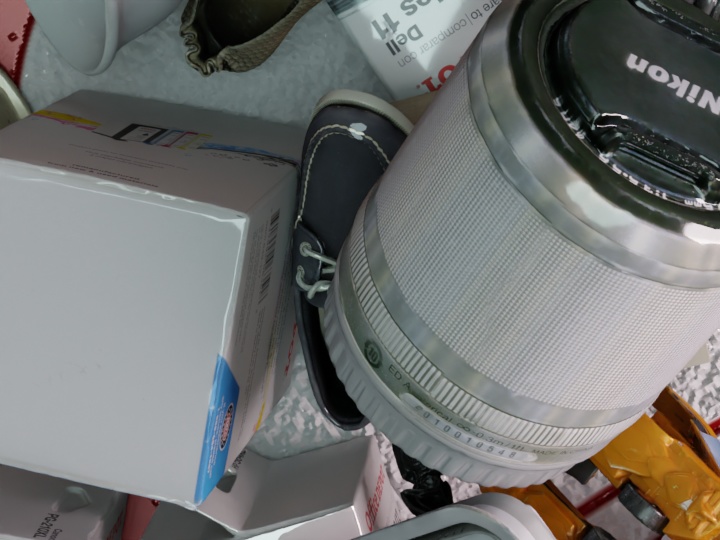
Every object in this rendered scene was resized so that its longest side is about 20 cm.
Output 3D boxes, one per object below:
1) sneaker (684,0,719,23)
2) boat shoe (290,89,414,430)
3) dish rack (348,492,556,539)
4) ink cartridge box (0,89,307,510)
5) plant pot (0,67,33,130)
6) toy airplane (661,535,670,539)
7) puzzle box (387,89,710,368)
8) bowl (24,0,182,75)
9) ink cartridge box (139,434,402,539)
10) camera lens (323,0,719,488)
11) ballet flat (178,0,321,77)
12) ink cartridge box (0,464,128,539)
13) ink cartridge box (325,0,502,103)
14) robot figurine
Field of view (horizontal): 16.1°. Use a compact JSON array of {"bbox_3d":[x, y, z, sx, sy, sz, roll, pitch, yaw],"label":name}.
[{"bbox_3d":[0.183,-0.146,1.200,0.099,0.200,0.071,24,113,-3],"label":"sneaker"},{"bbox_3d":[0.000,0.000,1.244,0.073,0.063,0.200,14,139,16],"label":"boat shoe"},{"bbox_3d":[0.058,0.182,1.196,0.172,0.044,0.200,54,142,-7],"label":"dish rack"},{"bbox_3d":[-0.112,0.006,1.258,0.144,0.200,0.148,12,104,8],"label":"ink cartridge box"},{"bbox_3d":[-0.270,-0.021,1.278,0.200,0.184,0.201,1,103,4],"label":"plant pot"},{"bbox_3d":[0.180,0.183,1.310,0.200,0.141,0.199,-15,134,-5],"label":"toy airplane"},{"bbox_3d":[0.095,-0.016,1.283,0.133,0.025,0.200,-13,130,8],"label":"puzzle box"},{"bbox_3d":[-0.125,-0.203,1.238,0.090,0.201,0.201,-21,102,-18],"label":"bowl"},{"bbox_3d":[-0.033,0.186,1.333,0.125,0.129,0.200,-16,102,8],"label":"ink cartridge box"},{"bbox_3d":[0.089,-0.018,1.117,0.160,0.160,0.200,32,133,-3],"label":"camera lens"},{"bbox_3d":[-0.052,-0.142,1.233,0.046,0.200,0.067,-39,88,-25],"label":"ballet flat"},{"bbox_3d":[-0.187,0.210,1.343,0.084,0.145,0.200,11,104,2],"label":"ink cartridge box"},{"bbox_3d":[0.036,-0.188,1.264,0.146,0.083,0.200,-33,99,12],"label":"ink cartridge box"},{"bbox_3d":[0.101,0.095,1.241,0.145,0.058,0.200,-50,51,9],"label":"robot figurine"}]
